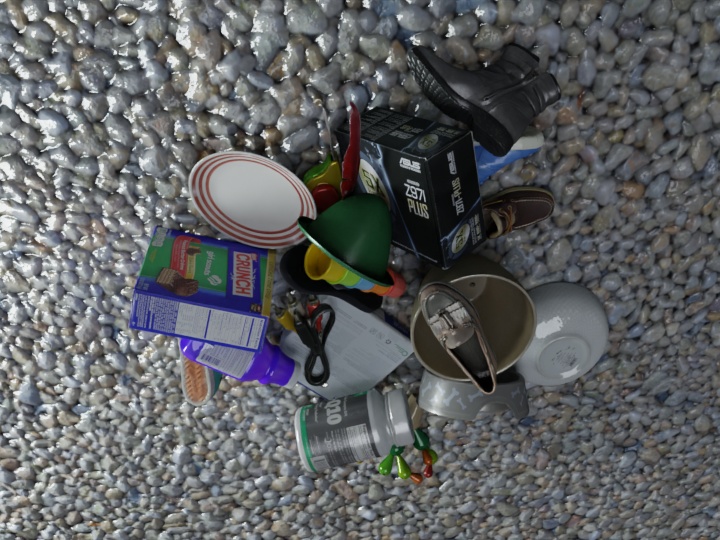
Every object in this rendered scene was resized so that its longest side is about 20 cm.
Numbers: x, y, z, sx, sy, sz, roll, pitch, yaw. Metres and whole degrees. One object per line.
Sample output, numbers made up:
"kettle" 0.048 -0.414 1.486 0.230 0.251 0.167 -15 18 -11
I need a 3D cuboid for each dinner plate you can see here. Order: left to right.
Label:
"dinner plate" -0.157 -0.106 1.016 0.195 0.025 0.202 10 142 8

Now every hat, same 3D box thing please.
"hat" 0.021 -0.096 0.929 0.164 0.200 0.178 33 100 3

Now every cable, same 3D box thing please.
"cable" -0.075 0.111 1.144 0.095 0.051 0.202 -18 134 1

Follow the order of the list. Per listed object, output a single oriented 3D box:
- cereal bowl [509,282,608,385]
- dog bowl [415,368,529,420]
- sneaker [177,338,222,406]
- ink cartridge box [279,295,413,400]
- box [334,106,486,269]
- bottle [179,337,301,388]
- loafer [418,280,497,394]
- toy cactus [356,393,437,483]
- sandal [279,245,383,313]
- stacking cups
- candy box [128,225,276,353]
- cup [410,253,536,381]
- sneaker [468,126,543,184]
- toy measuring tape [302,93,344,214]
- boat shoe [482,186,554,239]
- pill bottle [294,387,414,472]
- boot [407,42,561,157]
"cereal bowl" 0.343 0.126 1.198 0.194 0.084 0.204 -2 122 -3
"dog bowl" 0.194 0.204 1.178 0.194 0.200 0.060 2 93 -6
"sneaker" -0.264 0.120 1.162 0.069 0.080 0.206 8 103 8
"ink cartridge box" -0.034 0.135 1.199 0.195 0.044 0.200 35 117 -23
"box" 0.068 -0.119 0.945 0.085 0.199 0.167 -32 127 -25
"bottle" -0.188 0.133 1.104 0.197 0.065 0.085 28 94 -26
"loafer" 0.153 0.101 1.007 0.071 0.063 0.201 -29 120 13
"toy cactus" 0.079 0.312 1.305 0.196 0.102 0.168 23 100 -15
"sandal" -0.039 0.007 1.090 0.197 0.078 0.043 19 147 -33
"stacking cups" 0.000 0.000 1.069 0.198 0.061 0.061 15 126 -49
"candy box" -0.232 0.026 1.037 0.195 0.171 0.078 13 124 -13
"cup" 0.169 0.053 1.101 0.195 0.144 0.205 -2 122 -3
"sneaker" 0.173 -0.145 1.013 0.194 0.077 0.114 -9 117 6
"toy measuring tape" -0.063 -0.151 0.999 0.072 0.074 0.204 -12 123 4
"boat shoe" 0.211 -0.077 1.064 0.194 0.073 0.074 -7 123 0
"pill bottle" -0.009 0.277 1.204 0.195 0.114 0.115 -14 123 6
"boot" 0.169 -0.267 0.945 0.200 0.070 0.132 43 84 -1
